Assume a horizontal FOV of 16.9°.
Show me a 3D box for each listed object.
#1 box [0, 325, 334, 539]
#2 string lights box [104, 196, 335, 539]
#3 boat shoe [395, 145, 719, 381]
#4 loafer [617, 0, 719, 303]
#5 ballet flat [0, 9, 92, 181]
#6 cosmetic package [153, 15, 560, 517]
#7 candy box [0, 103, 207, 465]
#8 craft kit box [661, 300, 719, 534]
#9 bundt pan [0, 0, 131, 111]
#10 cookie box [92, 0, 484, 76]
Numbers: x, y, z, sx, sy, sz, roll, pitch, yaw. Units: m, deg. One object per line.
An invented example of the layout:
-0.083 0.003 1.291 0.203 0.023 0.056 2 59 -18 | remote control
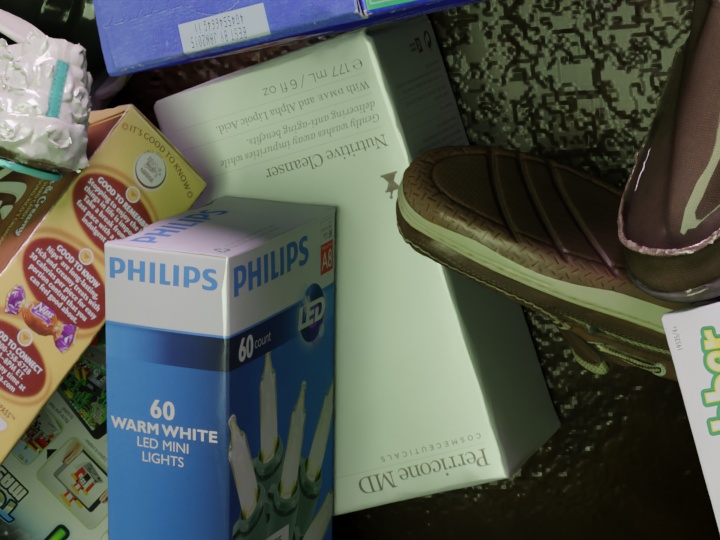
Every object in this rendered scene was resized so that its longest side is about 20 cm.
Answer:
-0.099 0.110 1.085 0.110 0.035 0.200 -45 105 -12 | box
-0.057 0.077 1.003 0.059 0.103 0.200 7 106 23 | string lights box
0.103 0.013 1.007 0.202 0.075 0.075 19 128 -9 | boat shoe
0.148 -0.083 0.954 0.073 0.071 0.200 11 69 43 | loafer
-0.169 -0.081 1.030 0.200 0.072 0.072 15 109 52 | ballet flat
0.000 0.000 1.062 0.113 0.081 0.200 -17 94 24 | cosmetic package
-0.163 0.022 1.012 0.056 0.200 0.117 46 153 -27 | candy box
0.231 0.087 0.901 0.197 0.049 0.200 -17 87 33 | craft kit box
-0.155 -0.162 1.056 0.202 0.076 0.202 25 139 24 | bundt pan
0.020 -0.136 0.933 0.171 0.200 0.075 -5 100 52 | cookie box
